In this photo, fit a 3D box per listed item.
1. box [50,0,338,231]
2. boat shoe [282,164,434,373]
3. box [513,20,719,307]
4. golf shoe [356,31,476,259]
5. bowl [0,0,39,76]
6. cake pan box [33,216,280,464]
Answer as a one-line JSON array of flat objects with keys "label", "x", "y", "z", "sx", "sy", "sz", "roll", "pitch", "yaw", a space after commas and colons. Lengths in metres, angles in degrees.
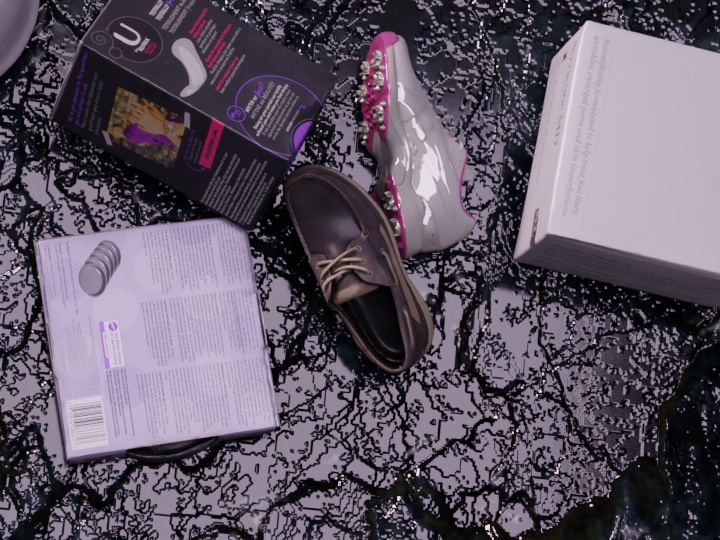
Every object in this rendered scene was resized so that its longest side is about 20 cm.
[{"label": "box", "x": -0.141, "y": -0.147, "z": 1.740, "sx": 0.200, "sy": 0.106, "sz": 0.122, "roll": 30, "pitch": 48, "yaw": -3}, {"label": "boat shoe", "x": 0.000, "y": 0.000, "z": 1.742, "sx": 0.074, "sy": 0.073, "sz": 0.200, "roll": -30, "pitch": 105, "yaw": 17}, {"label": "box", "x": 0.257, "y": -0.090, "z": 1.804, "sx": 0.199, "sy": 0.131, "sz": 0.200, "roll": 13, "pitch": 78, "yaw": -7}, {"label": "golf shoe", "x": 0.050, "y": -0.111, "z": 1.809, "sx": 0.091, "sy": 0.075, "sz": 0.201, "roll": -6, "pitch": 89, "yaw": -19}, {"label": "bowl", "x": -0.365, "y": -0.245, "z": 1.707, "sx": 0.200, "sy": 0.090, "sz": 0.202, "roll": 2, "pitch": 80, "yaw": -11}, {"label": "cake pan box", "x": -0.173, "y": 0.061, "z": 1.746, "sx": 0.184, "sy": 0.052, "sz": 0.201, "roll": -10, "pitch": 82, "yaw": -9}]
